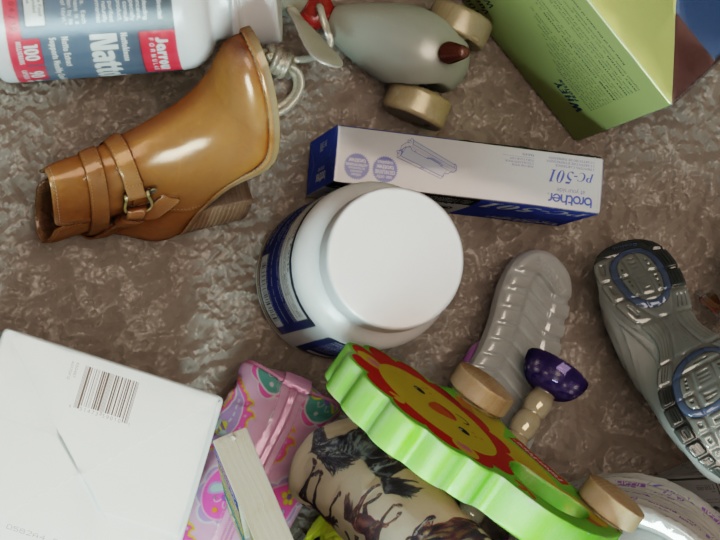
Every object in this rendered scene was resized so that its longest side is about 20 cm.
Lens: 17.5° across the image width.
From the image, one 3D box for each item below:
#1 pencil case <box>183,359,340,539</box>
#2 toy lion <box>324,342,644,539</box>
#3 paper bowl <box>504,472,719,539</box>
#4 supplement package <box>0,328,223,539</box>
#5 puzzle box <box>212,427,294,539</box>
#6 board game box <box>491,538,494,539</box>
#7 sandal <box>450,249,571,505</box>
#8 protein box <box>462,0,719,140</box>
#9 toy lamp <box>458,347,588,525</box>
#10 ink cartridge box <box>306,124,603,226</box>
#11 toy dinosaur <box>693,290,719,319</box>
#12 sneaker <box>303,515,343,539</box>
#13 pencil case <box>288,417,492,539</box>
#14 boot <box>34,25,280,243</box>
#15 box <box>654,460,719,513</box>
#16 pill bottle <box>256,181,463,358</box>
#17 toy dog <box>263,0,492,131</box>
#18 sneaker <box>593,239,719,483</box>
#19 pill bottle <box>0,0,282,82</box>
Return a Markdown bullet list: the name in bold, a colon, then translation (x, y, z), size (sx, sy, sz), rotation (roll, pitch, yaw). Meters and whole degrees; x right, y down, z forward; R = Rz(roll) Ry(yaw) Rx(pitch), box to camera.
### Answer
- **pencil case**: translation (-0.086, 0.167, 1.644), size (0.087, 0.087, 0.201), rotation (27, 79, -10)
- **toy lion**: translation (0.072, 0.121, 1.529), size (0.200, 0.191, 0.069), rotation (40, 101, 25)
- **paper bowl**: translation (0.190, 0.243, 1.669), size (0.199, 0.104, 0.202), rotation (6, 107, 18)
- **supplement package**: translation (-0.198, 0.136, 1.558), size (0.151, 0.200, 0.152), rotation (18, 81, -11)
- **puzzle box**: translation (-0.044, 0.214, 1.502), size (0.025, 0.133, 0.201), rotation (-20, 65, -9)
- **board game box**: translation (0.084, 0.278, 1.526), size (0.104, 0.024, 0.201), rotation (25, 58, 11)
- **sandal**: translation (0.099, 0.082, 1.716), size (0.082, 0.050, 0.204), rotation (34, 74, -26)
- **protein box**: translation (0.173, -0.221, 1.677), size (0.135, 0.200, 0.199), rotation (-41, 96, -13)
- **toy lamp**: translation (0.091, 0.151, 1.653), size (0.058, 0.058, 0.201), rotation (34, 76, -9)
- **ink cartridge box**: translation (0.067, -0.067, 1.694), size (0.198, 0.094, 0.045), rotation (6, 84, -13)
- **toy dinosaur**: translation (0.341, -0.028, 1.737), size (0.105, 0.200, 0.182), rotation (28, 111, -25)
- **sneaker**: translation (-0.002, 0.206, 1.647), size (0.084, 0.074, 0.200), rotation (45, 56, -16)
- **pencil case**: translation (0.032, 0.174, 1.540), size (0.077, 0.200, 0.090), rotation (-29, 134, -20)
- **boot**: translation (-0.143, -0.087, 1.599), size (0.154, 0.200, 0.077), rotation (-9, 65, -21)
- **box**: translation (0.295, 0.234, 1.716), size (0.060, 0.117, 0.201), rotation (-20, 89, -18)
- **pill bottle**: translation (0.000, 0.000, 1.618), size (0.115, 0.200, 0.117), rotation (1, 86, -14)
- **toy dog**: translation (0.006, -0.175, 1.686), size (0.198, 0.096, 0.133), rotation (4, 84, -14)
- **sneaker**: translation (0.231, 0.072, 1.693), size (0.074, 0.087, 0.201), rotation (-17, 57, -9)
- **pill bottle**: translation (-0.156, -0.196, 1.615), size (0.198, 0.120, 0.121), rotation (-4, 86, 1)
